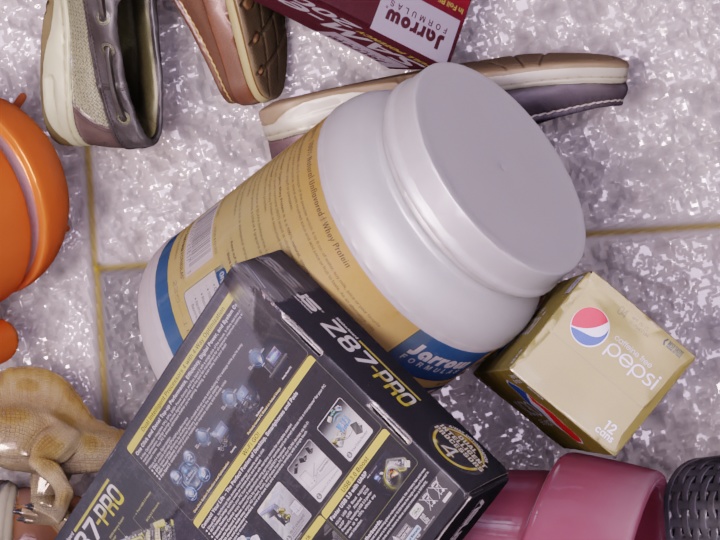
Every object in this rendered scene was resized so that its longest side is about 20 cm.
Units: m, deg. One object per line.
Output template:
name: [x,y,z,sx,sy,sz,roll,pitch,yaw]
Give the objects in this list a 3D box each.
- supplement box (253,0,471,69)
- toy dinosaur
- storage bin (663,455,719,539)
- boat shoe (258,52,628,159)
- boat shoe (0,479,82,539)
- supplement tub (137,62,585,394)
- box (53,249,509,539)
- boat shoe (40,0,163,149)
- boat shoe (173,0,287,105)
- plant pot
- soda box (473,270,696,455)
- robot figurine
supplement box: [0.022,-0.218,1.337,0.109,0.061,0.201,23,82,-33]
toy dinosaur: [-0.161,0.095,1.311,0.199,0.058,0.101,13,54,-14]
storage bin: [0.264,0.156,1.297,0.199,0.094,0.136,-4,87,-31]
boat shoe: [0.047,-0.076,1.359,0.199,0.072,0.065,-9,98,-3]
boat shoe: [-0.169,0.212,1.338,0.071,0.076,0.201,1,90,-5]
supplement tub: [0.000,0.000,1.277,0.200,0.145,0.145,-36,89,31]
box: [-0.044,0.117,1.214,0.161,0.049,0.200,43,118,16]
boat shoe: [-0.126,-0.158,1.309,0.066,0.072,0.202,10,112,17]
boat shoe: [-0.095,-0.181,1.362,0.067,0.072,0.201,-18,93,19]
plant pot: [0.051,0.183,1.296,0.178,0.200,0.201,11,87,15]
soda box: [0.110,0.049,1.286,0.068,0.200,0.064,39,87,0]
robot figurine: [-0.231,-0.022,1.301,0.144,0.117,0.200,41,42,19]
